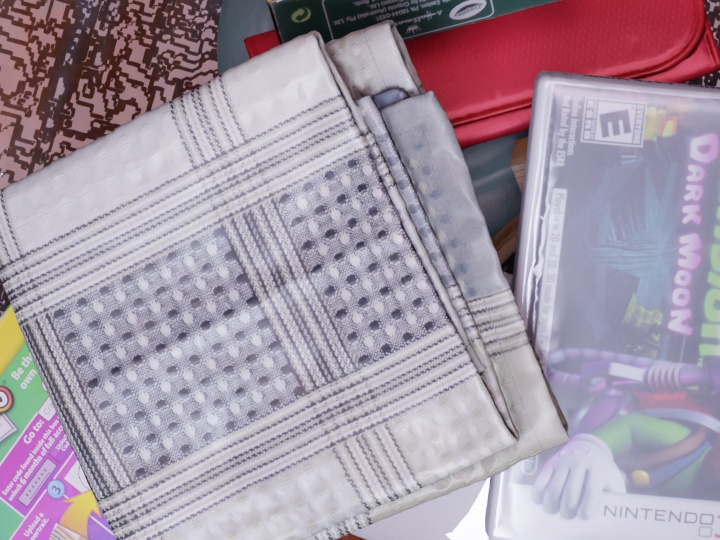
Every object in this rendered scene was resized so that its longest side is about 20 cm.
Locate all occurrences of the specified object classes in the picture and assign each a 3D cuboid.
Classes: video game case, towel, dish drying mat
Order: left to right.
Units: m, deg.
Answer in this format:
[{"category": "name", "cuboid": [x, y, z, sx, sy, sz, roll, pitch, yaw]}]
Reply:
[{"category": "towel", "cuboid": [-0.037, 0.018, 1.216, 0.199, 0.035, 0.193, -24, 89, 9]}, {"category": "dish drying mat", "cuboid": [0.053, -0.095, 1.308, 0.199, 0.018, 0.077, -16, 73, 3]}, {"category": "video game case", "cuboid": [0.152, 0.024, 1.257, 0.181, 0.023, 0.201, 5, 101, -4]}]

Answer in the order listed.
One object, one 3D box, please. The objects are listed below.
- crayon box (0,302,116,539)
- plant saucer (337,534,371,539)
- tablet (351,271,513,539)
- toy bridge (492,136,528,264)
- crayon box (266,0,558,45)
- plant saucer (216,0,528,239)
[{"category": "crayon box", "cuboid": [-0.102, 0.055, 1.277, 0.119, 0.058, 0.200, 38, 99, 7]}, {"category": "plant saucer", "cuboid": [-0.079, 0.164, 1.327, 0.199, 0.032, 0.202, 0, 84, 3]}, {"category": "tablet", "cuboid": [-0.020, 0.039, 1.297, 0.199, 0.014, 0.131, 21, 97, 8]}, {"category": "toy bridge", "cuboid": [0.000, 0.000, 1.324, 0.199, 0.027, 0.067, -18, 116, 14]}, {"category": "crayon box", "cuboid": [0.008, -0.190, 1.313, 0.125, 0.052, 0.201, -14, 54, 2]}, {"category": "plant saucer", "cuboid": [0.033, -0.103, 1.342, 0.199, 0.036, 0.201, 0, 84, 4]}]
